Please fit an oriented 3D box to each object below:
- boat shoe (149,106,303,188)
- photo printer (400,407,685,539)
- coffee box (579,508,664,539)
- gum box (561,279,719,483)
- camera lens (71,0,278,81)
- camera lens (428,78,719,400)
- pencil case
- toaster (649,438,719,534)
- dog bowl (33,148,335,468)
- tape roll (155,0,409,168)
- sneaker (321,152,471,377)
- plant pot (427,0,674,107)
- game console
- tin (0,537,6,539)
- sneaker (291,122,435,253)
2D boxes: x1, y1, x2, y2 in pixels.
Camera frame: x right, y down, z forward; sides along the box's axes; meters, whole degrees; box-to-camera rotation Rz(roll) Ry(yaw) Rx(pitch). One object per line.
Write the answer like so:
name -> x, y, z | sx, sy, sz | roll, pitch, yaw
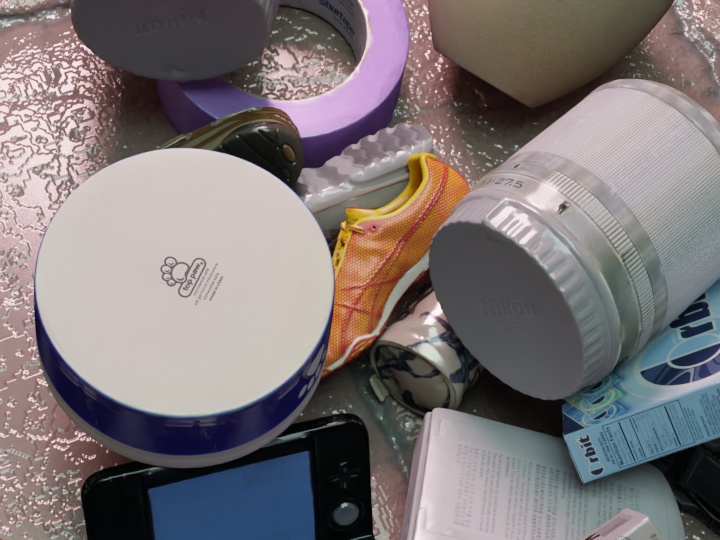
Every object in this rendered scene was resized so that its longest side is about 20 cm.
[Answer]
boat shoe -> -0.131, -0.062, 1.386 | 0.198, 0.076, 0.074 | -22, 28, 11
photo printer -> 0.127, 0.187, 1.282 | 0.198, 0.070, 0.167 | 14, 40, -2
coffee box -> 0.120, 0.252, 1.164 | 0.199, 0.080, 0.114 | -33, 89, -4
gum box -> 0.237, 0.059, 1.304 | 0.198, 0.045, 0.170 | -20, 22, 12
camera lens -> -0.134, -0.264, 1.377 | 0.158, 0.160, 0.202 | 4, 61, -5
camera lens -> 0.165, -0.025, 1.297 | 0.160, 0.160, 0.200 | 43, 60, 15
pencil case -> 0.082, 0.016, 1.387 | 0.078, 0.089, 0.201 | 44, 63, -16
toaster -> 0.302, 0.131, 1.336 | 0.199, 0.114, 0.129 | 38, 60, 18
dog bowl -> -0.116, 0.022, 1.232 | 0.198, 0.079, 0.202 | 3, 61, -6
tape roll -> -0.063, -0.174, 1.475 | 0.198, 0.066, 0.202 | 3, 63, -6
sneaker -> 0.000, 0.000, 1.355 | 0.077, 0.073, 0.201 | 41, 79, -15
plant pot -> 0.130, -0.209, 1.466 | 0.199, 0.200, 0.135 | 31, 98, 9
game console -> -0.072, 0.212, 1.246 | 0.198, 0.177, 0.117 | -12, 36, -14
tin -> -0.260, 0.274, 1.230 | 0.111, 0.042, 0.202 | 2, 62, -11
sneaker -> -0.028, -0.034, 1.401 | 0.198, 0.083, 0.075 | -21, 27, 1
